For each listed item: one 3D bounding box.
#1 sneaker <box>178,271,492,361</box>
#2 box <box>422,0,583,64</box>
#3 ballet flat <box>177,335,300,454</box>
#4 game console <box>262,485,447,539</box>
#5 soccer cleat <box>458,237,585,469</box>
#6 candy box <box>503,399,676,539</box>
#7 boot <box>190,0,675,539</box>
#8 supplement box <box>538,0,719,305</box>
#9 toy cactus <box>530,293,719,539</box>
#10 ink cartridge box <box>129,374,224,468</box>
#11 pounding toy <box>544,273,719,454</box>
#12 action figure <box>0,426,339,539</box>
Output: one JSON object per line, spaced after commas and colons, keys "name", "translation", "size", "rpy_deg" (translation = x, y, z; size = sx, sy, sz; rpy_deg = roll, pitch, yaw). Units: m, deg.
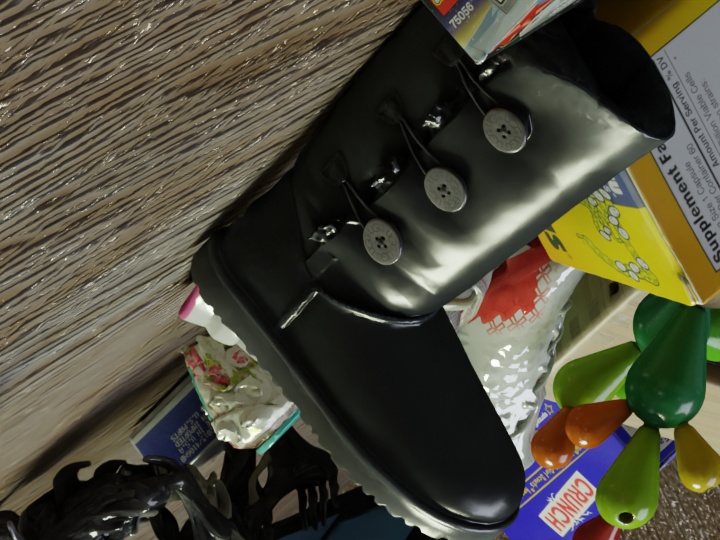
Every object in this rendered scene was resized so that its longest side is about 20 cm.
{"name": "sneaker", "translation": [0.021, -0.012, 1.206], "size": [0.200, 0.088, 0.081], "rpy_deg": [-39, 175, -24]}
{"name": "box", "translation": [0.114, -0.153, 0.977], "size": [0.137, 0.040, 0.200], "rpy_deg": [-46, 173, 37]}
{"name": "ballet flat", "translation": [0.000, 0.000, 1.291], "size": [0.200, 0.064, 0.076], "rpy_deg": [-41, 177, -23]}
{"name": "game console", "translation": [-0.024, 0.151, 1.435], "size": [0.177, 0.031, 0.200], "rpy_deg": [-30, -172, 24]}
{"name": "soccer cleat", "translation": [0.062, 0.046, 1.313], "size": [0.200, 0.085, 0.069], "rpy_deg": [-46, 175, 39]}
{"name": "candy box", "translation": [0.095, 0.062, 1.739], "size": [0.077, 0.200, 0.169], "rpy_deg": [-37, 174, -33]}
{"name": "boot", "translation": [0.049, -0.007, 1.062], "size": [0.200, 0.165, 0.066], "rpy_deg": [-44, -176, 35]}
{"name": "supplement box", "translation": [0.150, -0.095, 1.136], "size": [0.200, 0.109, 0.109], "rpy_deg": [-39, -155, -17]}
{"name": "toy cactus", "translation": [0.147, 0.020, 1.232], "size": [0.200, 0.102, 0.165], "rpy_deg": [-57, 173, -35]}
{"name": "ink cartridge box", "translation": [-0.005, 0.014, 1.503], "size": [0.196, 0.043, 0.200], "rpy_deg": [-45, 172, 34]}
{"name": "pounding toy", "translation": [0.161, -0.011, 1.476], "size": [0.142, 0.199, 0.185], "rpy_deg": [-45, -142, 40]}
{"name": "action figure", "translation": [-0.095, 0.132, 1.362], "size": [0.119, 0.102, 0.200], "rpy_deg": [-24, 174, 41]}
